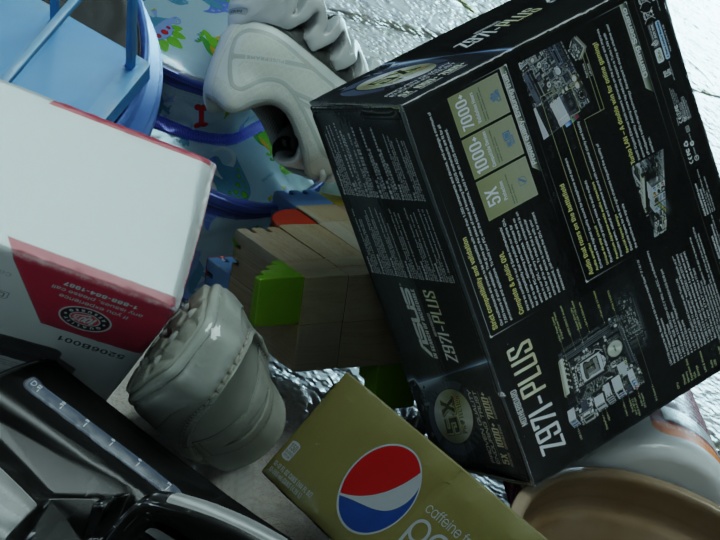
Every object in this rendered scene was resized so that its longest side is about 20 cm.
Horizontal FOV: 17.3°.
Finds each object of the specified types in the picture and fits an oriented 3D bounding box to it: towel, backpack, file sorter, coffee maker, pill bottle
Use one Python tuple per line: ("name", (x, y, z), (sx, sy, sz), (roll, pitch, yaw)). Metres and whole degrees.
("towel", (-0.080, 0.096, 1.162), (0.132, 0.035, 0.200), (20, 27, -15))
("backpack", (-0.112, -0.087, 1.338), (0.200, 0.147, 0.183), (37, 31, 8))
("file sorter", (-0.220, -0.126, 1.127), (0.200, 0.123, 0.139), (30, 61, 10))
("coffee maker", (-0.096, 0.143, 0.987), (0.200, 0.135, 0.192), (35, -3, 14))
("pill bottle", (0.126, 0.083, 1.286), (0.114, 0.114, 0.200), (18, 28, -18))

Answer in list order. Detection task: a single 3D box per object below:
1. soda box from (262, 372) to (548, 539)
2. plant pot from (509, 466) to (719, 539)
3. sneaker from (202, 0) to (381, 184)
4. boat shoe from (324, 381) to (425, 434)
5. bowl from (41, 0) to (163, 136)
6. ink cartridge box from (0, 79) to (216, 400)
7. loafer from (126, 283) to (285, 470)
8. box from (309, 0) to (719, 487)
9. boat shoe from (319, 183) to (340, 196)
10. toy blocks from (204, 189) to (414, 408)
("soda box", (0.042, 0.126, 1.036), (0.068, 0.064, 0.200), (44, -5, -41))
("plant pot", (0.139, 0.193, 1.118), (0.200, 0.093, 0.201), (22, 28, -12))
("sneaker", (-0.003, -0.075, 1.278), (0.200, 0.081, 0.075), (33, -18, -26))
("boat shoe", (0.031, 0.122, 1.176), (0.063, 0.073, 0.200), (11, 25, -23))
("bowl", (-0.201, -0.108, 1.212), (0.200, 0.039, 0.201), (3, 60, -5))
("ink cartridge box", (-0.170, 0.005, 1.052), (0.145, 0.200, 0.084), (20, 57, -15))
("loafer", (-0.063, 0.053, 1.059), (0.070, 0.070, 0.200), (37, -7, 0))
("box", (0.091, -0.023, 1.154), (0.164, 0.200, 0.086), (-30, 19, -27))
("boat shoe", (0.018, -0.031, 1.396), (0.062, 0.073, 0.200), (-12, 24, -44))
("toy blocks", (0.000, 0.000, 1.243), (0.200, 0.100, 0.137), (-4, 22, -31))
